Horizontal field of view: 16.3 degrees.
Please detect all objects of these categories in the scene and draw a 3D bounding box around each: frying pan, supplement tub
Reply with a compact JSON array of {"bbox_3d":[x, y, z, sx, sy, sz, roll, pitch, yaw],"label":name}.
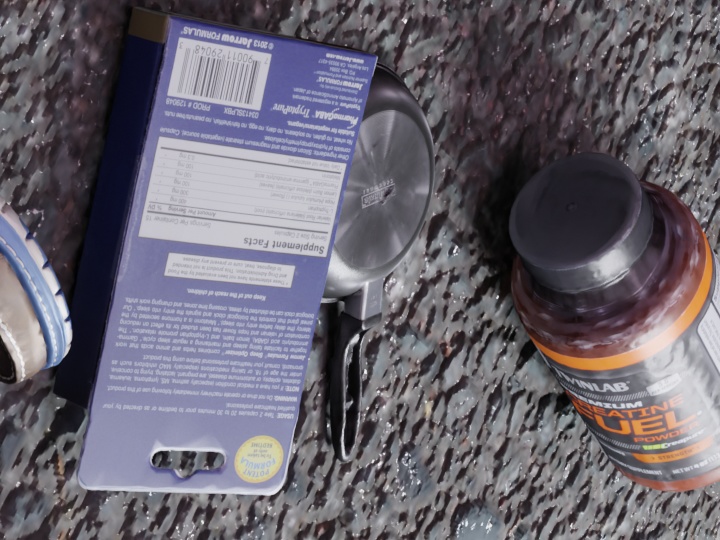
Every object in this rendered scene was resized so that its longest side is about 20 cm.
[{"bbox_3d":[-0.010,-0.003,1.172,0.115,0.031,0.192,10,93,-52],"label":"frying pan"},{"bbox_3d":[0.143,0.025,1.313,0.107,0.106,0.200,-57,140,-19],"label":"supplement tub"}]

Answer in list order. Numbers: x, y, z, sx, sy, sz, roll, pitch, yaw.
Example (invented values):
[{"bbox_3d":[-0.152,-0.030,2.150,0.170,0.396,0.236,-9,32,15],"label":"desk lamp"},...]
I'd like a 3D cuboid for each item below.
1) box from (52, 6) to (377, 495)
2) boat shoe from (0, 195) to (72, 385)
[{"bbox_3d":[-0.065,-0.005,1.080,0.121,0.032,0.202,7,98,-43],"label":"box"},{"bbox_3d":[-0.179,-0.021,0.916,0.072,0.072,0.201,-48,128,-21],"label":"boat shoe"}]
